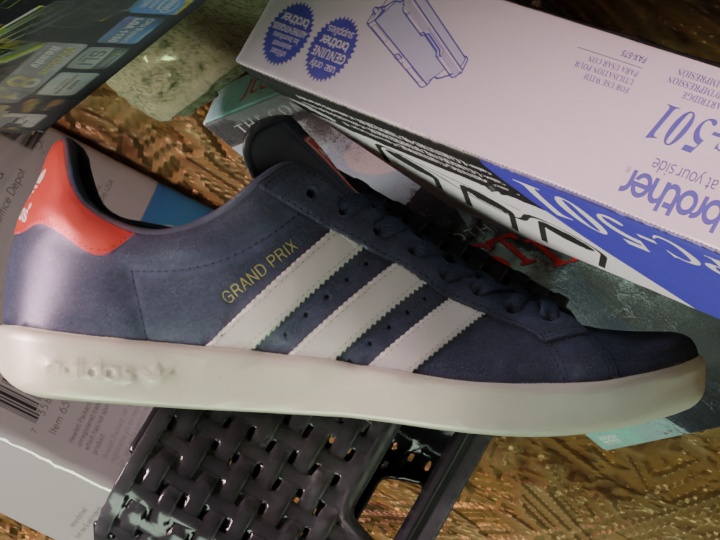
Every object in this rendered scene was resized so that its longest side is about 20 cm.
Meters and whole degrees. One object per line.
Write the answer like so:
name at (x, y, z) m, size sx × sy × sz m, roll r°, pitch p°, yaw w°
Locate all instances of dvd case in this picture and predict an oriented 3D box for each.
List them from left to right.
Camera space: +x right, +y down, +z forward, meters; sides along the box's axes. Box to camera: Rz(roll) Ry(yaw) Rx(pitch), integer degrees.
dvd case at (0.065, -0.012, 0.890) m, size 0.200 × 0.022 × 0.146 m, roll 40°, pitch 146°, yaw -26°

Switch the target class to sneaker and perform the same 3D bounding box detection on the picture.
sneaker at (0.000, 0.000, 0.777) m, size 0.200 × 0.085 × 0.075 m, roll 5°, pitch 179°, yaw -5°

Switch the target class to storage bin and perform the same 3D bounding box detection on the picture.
storage bin at (-0.015, 0.063, 0.908) m, size 0.094 × 0.135 × 0.200 m, roll 30°, pitch 164°, yaw 2°

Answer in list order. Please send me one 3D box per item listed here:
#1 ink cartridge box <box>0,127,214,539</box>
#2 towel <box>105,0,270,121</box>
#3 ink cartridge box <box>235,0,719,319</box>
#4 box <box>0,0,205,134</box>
ink cartridge box at (-0.153, -0.001, 0.962) m, size 0.200 × 0.116 × 0.067 m, roll 27°, pitch 152°, yaw -7°
towel at (-0.060, -0.116, 0.790) m, size 0.148 × 0.036 × 0.200 m, roll 35°, pitch 149°, yaw -19°
ink cartridge box at (0.062, -0.028, 0.707) m, size 0.094 × 0.044 × 0.200 m, roll 32°, pitch 176°, yaw -39°
box at (-0.106, -0.096, 0.697) m, size 0.161 × 0.049 × 0.200 m, roll 0°, pitch 159°, yaw -38°
